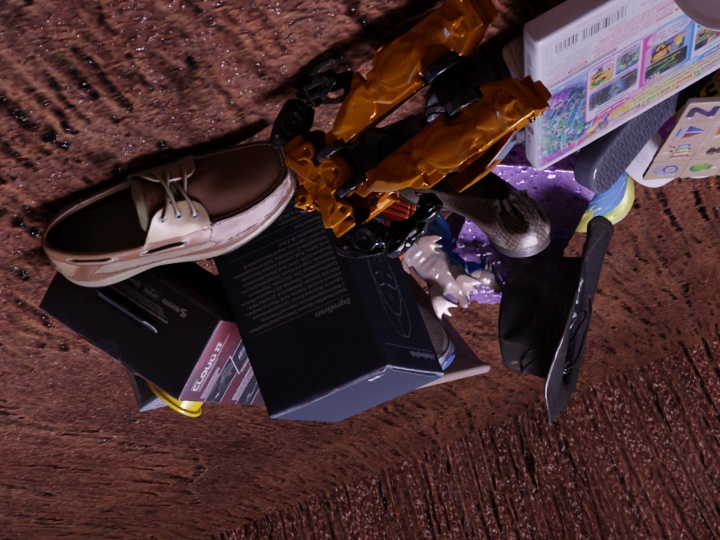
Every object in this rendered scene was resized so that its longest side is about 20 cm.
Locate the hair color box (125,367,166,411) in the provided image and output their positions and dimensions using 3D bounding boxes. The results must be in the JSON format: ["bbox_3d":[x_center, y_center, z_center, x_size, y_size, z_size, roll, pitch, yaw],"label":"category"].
[{"bbox_3d":[-0.130,0.061,1.789,0.199,0.100,0.061,-10,165,-39],"label":"hair color box"}]

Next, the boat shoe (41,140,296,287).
[{"bbox_3d":[-0.145,-0.042,1.399,0.199,0.076,0.074,-24,164,9],"label":"boat shoe"}]

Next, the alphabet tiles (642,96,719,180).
[{"bbox_3d":[0.335,-0.126,1.530,0.166,0.008,0.200,-4,156,-11],"label":"alphabet tiles"}]

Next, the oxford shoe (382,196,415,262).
[{"bbox_3d":[0.000,0.000,1.611,0.071,0.201,0.073,20,178,9],"label":"oxford shoe"}]

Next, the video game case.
[{"bbox_3d":[0.206,-0.170,1.375,0.199,0.024,0.182,-30,155,-9],"label":"video game case"}]

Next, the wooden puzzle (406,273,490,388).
[{"bbox_3d":[-0.001,0.052,1.775,0.184,0.200,0.037,-10,135,-39],"label":"wooden puzzle"}]

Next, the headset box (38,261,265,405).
[{"bbox_3d":[-0.153,0.041,1.531,0.078,0.148,0.200,-61,159,4],"label":"headset box"}]

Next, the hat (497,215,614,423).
[{"bbox_3d":[0.171,0.038,1.746,0.080,0.202,0.201,15,176,15],"label":"hat"}]

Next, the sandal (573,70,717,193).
[{"bbox_3d":[0.230,-0.149,1.501,0.200,0.043,0.076,-46,151,-19],"label":"sandal"}]

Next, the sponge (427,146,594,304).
[{"bbox_3d":[0.142,-0.039,1.758,0.111,0.030,0.200,5,141,-14],"label":"sponge"}]

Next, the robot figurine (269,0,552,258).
[{"bbox_3d":[0.030,-0.098,1.312,0.200,0.146,0.058,-35,173,31],"label":"robot figurine"}]

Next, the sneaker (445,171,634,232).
[{"bbox_3d":[0.170,-0.075,1.812,0.199,0.076,0.105,-18,149,-10],"label":"sneaker"}]

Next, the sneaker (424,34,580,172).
[{"bbox_3d":[0.118,-0.122,1.494,0.113,0.076,0.200,-24,161,17],"label":"sneaker"}]

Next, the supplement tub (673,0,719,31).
[{"bbox_3d":[0.295,-0.226,1.175,0.199,0.145,0.144,-15,166,-26],"label":"supplement tub"}]

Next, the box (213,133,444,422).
[{"bbox_3d":[-0.033,0.009,1.499,0.107,0.201,0.148,-24,166,16],"label":"box"}]

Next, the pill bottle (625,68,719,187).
[{"bbox_3d":[0.309,-0.146,1.617,0.104,0.105,0.200,-9,162,-42],"label":"pill bottle"}]

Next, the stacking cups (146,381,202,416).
[{"bbox_3d":[-0.110,0.032,1.655,0.200,0.060,0.060,-54,159,11],"label":"stacking cups"}]

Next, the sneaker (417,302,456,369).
[{"bbox_3d":[-0.003,0.025,1.680,0.077,0.199,0.085,-51,160,-18],"label":"sneaker"}]

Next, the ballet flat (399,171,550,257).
[{"bbox_3d":[0.083,-0.069,1.513,0.067,0.200,0.047,-28,126,-19],"label":"ballet flat"}]

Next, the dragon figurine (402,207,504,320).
[{"bbox_3d":[0.054,-0.022,1.694,0.059,0.200,0.100,-45,-157,13],"label":"dragon figurine"}]
